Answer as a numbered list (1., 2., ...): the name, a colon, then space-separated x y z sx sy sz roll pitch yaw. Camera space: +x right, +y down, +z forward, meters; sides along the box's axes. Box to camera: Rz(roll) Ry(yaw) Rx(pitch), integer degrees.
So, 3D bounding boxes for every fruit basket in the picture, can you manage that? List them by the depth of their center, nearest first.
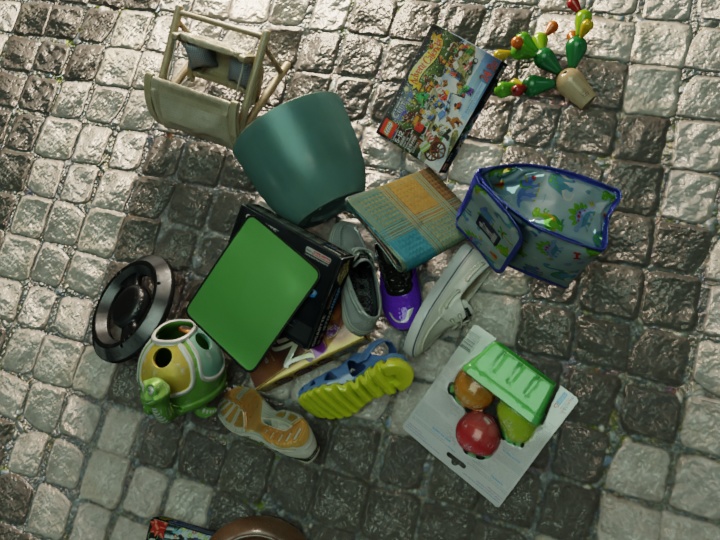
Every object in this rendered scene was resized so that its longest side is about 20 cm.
1. fruit basket: 0.190 0.213 1.018 0.185 0.094 0.200 36 103 20

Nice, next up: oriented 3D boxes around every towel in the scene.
1. towel: 0.087 -0.084 1.068 0.200 0.022 0.147 -26 70 -39

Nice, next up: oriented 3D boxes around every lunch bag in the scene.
1. lunch bag: 0.243 -0.070 0.989 0.200 0.170 0.128 22 71 5

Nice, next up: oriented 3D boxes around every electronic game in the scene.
1. electronic game: -0.395 0.064 1.186 0.200 0.042 0.200 -19 54 28

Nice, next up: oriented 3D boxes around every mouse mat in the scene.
1. mouse mat: -0.169 0.035 1.052 0.161 0.008 0.200 40 100 18

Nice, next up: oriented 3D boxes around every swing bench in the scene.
1. swing bench: -0.264 -0.337 1.231 0.199 0.130 0.200 21 83 18

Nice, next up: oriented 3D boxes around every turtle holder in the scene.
1. turtle holder: -0.299 0.160 1.086 0.141 0.185 0.132 12 117 32

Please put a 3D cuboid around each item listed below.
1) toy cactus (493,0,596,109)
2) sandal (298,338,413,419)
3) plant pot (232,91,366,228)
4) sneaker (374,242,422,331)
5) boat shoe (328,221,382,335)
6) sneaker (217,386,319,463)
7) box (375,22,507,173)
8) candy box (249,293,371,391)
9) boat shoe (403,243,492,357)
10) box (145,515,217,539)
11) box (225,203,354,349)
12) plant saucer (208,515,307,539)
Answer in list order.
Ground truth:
1. toy cactus: 0.318 -0.336 1.108 0.200 0.102 0.165 -40 80 -7
2. sandal: -0.008 0.170 1.082 0.200 0.080 0.087 -23 35 16
3. plant pot: -0.084 -0.166 1.114 0.200 0.201 0.161 -28 83 7
4. sneaker: 0.053 -0.007 1.084 0.069 0.100 0.201 -7 75 15
5. boat shoe: -0.001 0.000 1.080 0.070 0.072 0.201 4 60 -27
6. sneaker: -0.149 0.254 1.091 0.200 0.088 0.076 19 60 40
7. box: 0.130 -0.281 1.125 0.136 0.038 0.200 35 110 19
8. candy box: -0.097 0.105 1.121 0.200 0.056 0.117 -27 72 8
9. boat shoe: 0.143 0.056 1.067 0.070 0.071 0.200 30 79 22
10. box: -0.291 0.508 1.083 0.137 0.040 0.201 9 79 17
11. box: -0.124 0.007 1.072 0.200 0.046 0.159 29 107 21
12. plant saucer: -0.160 0.479 1.036 0.200 0.034 0.201 0 79 0
